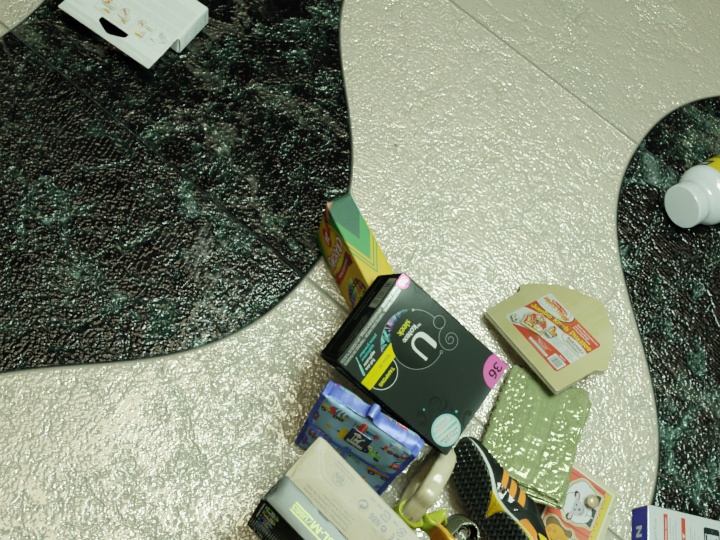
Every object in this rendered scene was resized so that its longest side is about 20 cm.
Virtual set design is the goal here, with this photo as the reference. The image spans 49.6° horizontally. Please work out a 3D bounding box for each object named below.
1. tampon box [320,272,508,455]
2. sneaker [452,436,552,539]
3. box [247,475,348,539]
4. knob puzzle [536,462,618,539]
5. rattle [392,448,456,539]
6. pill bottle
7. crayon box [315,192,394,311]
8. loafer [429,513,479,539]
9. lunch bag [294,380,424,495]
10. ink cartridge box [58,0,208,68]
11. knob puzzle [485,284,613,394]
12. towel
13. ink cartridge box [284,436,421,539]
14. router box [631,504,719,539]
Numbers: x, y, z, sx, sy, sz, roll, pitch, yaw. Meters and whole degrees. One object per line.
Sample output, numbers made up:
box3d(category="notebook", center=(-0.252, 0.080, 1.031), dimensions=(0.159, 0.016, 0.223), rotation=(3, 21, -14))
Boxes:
box3d(category="tampon box", center=(0.071, 0.125, 1.077), dimensions=(0.199, 0.126, 0.151), rotation=(40, 80, -10))
box3d(category="sneaker", center=(0.205, 0.330, 1.122), dimensions=(0.089, 0.070, 0.202), rotation=(10, 38, -43))
box3d(category="box", center=(-0.058, 0.365, 1.001), dimensions=(0.193, 0.201, 0.047), rotation=(46, 62, 9))
box3d(category="knob puzzle", center=(0.282, 0.359, 1.177), dimensions=(0.214, 0.031, 0.225), rotation=(5, 66, -10))
box3d(category="rattle", center=(0.133, 0.307, 1.102), dimensions=(0.140, 0.133, 0.200), rotation=(23, 24, 13))
box3d(category="pill bottle", center=(0.664, -0.152, 1.447), dimensions=(0.197, 0.112, 0.114), rotation=(-23, 73, -22))
box3d(category="crayon box", center=(0.000, 0.000, 1.217), dimensions=(0.050, 0.127, 0.203), rotation=(-22, 72, -21))
box3d(category="loafer", center=(0.102, 0.422, 1.085), dimensions=(0.075, 0.070, 0.201), rotation=(36, 63, 5))
box3d(category="lunch bag", center=(0.004, 0.219, 1.079), dimensions=(0.149, 0.201, 0.095), rotation=(33, 63, 4))
box3d(category="ink cartridge box", center=(-0.395, -0.450, 1.371), dimensions=(0.198, 0.044, 0.175), rotation=(34, 64, 3))
box3d(category="knob puzzle", center=(0.329, 0.100, 1.286), dimensions=(0.214, 0.031, 0.223), rotation=(5, 47, -5))
box3d(category="towel", center=(0.266, 0.252, 1.200), dimensions=(0.145, 0.037, 0.203), rotation=(19, 60, 13))
box3d(category="ink cartridge box", center=(-0.017, 0.331, 1.044), dimensions=(0.200, 0.165, 0.075), rotation=(43, 68, 9))
box3d(category="router box", center=(0.496, 0.473, 1.166), dimensions=(0.175, 0.049, 0.204), rotation=(15, 64, -6))
